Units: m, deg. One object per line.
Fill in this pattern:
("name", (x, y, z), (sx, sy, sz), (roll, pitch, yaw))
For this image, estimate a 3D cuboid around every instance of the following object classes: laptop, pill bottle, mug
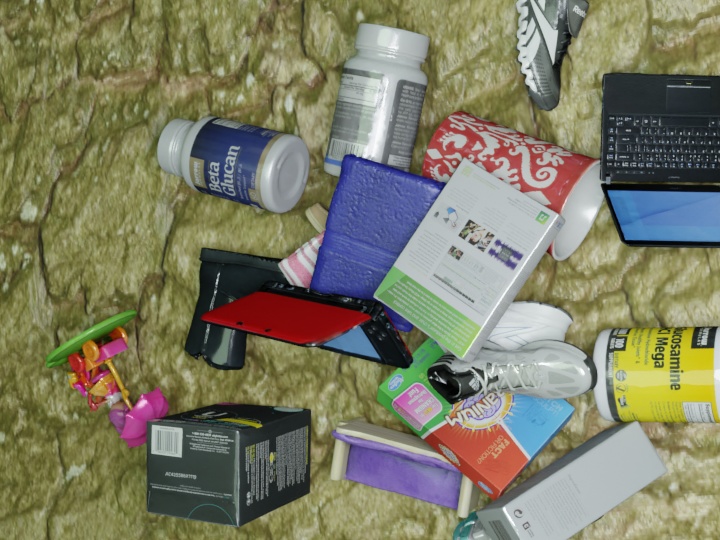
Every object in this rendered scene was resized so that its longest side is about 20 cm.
("laptop", (0.371, -0.127, 1.229), (0.177, 0.103, 0.200), (1, 93, -4))
("pill bottle", (0.025, -0.216, 1.423), (0.114, 0.114, 0.200), (16, 98, 24))
("pill bottle", (0.381, 0.121, 1.265), (0.200, 0.112, 0.113), (-3, 90, 25))
("pill bottle", (-0.182, -0.155, 1.526), (0.200, 0.111, 0.111), (16, 99, 25))
("mug", (0.174, -0.101, 1.332), (0.200, 0.178, 0.133), (29, 146, 26))

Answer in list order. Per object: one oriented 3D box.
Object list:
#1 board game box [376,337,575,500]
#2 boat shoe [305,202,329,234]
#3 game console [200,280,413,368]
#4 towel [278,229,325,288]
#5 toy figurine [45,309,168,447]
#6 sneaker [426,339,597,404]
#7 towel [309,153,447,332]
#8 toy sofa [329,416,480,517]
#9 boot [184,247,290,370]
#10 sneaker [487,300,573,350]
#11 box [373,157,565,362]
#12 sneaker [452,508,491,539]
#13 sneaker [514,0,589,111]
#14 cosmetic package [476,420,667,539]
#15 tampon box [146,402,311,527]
("board game box", (0.145, 0.169, 1.370), (0.200, 0.040, 0.153), (38, 64, 19))
("boat shoe", (0.017, -0.039, 1.462), (0.200, 0.071, 0.065), (36, 102, 10))
("game console", (-0.064, 0.087, 1.345), (0.200, 0.172, 0.119), (11, 54, 40))
("towel", (0.000, 0.000, 1.419), (0.200, 0.030, 0.146), (-35, 89, 23))
("toy figurine", (-0.373, 0.183, 1.634), (0.200, 0.150, 0.184), (-32, 88, 45))
("sneaker", (0.169, 0.132, 1.272), (0.200, 0.115, 0.076), (2, 109, 36))
("towel", (0.025, -0.036, 1.365), (0.148, 0.050, 0.200), (19, 109, 14))
("toy sofa", (0.058, 0.260, 1.434), (0.200, 0.098, 0.083), (11, 96, 24))
("boot", (-0.159, 0.061, 1.540), (0.200, 0.076, 0.168), (8, 92, 32))
("sneaker", (0.162, 0.071, 1.366), (0.200, 0.075, 0.087), (11, 83, 15))
("box", (0.125, -0.013, 1.265), (0.144, 0.036, 0.200), (36, 94, 30))
("sneaker", (0.223, 0.336, 1.382), (0.200, 0.078, 0.091), (-22, 105, 22))
("sneaker", (0.240, -0.300, 1.342), (0.090, 0.066, 0.200), (-7, 86, 28))
("cosmetic package", (0.247, 0.260, 1.271), (0.200, 0.101, 0.071), (-29, 82, -17))
("tampon box", (-0.177, 0.258, 1.489), (0.150, 0.200, 0.126), (2, 92, 24))
